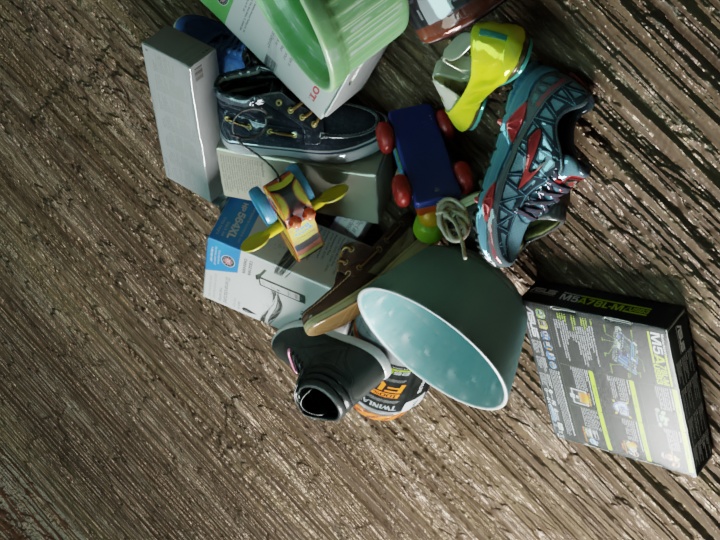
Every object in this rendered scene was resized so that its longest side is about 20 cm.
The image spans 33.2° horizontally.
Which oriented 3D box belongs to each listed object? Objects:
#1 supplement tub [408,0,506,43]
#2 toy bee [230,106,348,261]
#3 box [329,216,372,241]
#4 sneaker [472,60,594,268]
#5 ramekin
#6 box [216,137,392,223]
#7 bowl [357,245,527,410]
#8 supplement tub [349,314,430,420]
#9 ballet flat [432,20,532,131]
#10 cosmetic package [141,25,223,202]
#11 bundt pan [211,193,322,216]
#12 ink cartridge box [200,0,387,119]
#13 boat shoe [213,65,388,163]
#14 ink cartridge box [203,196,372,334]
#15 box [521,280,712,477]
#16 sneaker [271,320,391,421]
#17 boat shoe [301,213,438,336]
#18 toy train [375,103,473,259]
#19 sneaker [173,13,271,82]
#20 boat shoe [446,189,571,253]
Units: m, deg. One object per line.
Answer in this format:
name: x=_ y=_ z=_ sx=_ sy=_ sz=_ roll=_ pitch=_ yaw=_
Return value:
supplement tub: x=0.054 y=-0.319 z=1.105 sx=0.106 sy=0.107 sz=0.202 roll=-13 pitch=114 yaw=53
toy bee: x=-0.083 y=-0.065 z=1.323 sx=0.199 sy=0.131 sz=0.109 roll=36 pitch=-166 yaw=-49
box: x=-0.019 y=-0.044 z=1.523 sx=0.041 sy=0.039 sz=0.200 roll=42 pitch=146 yaw=5
sneaker: x=0.170 y=-0.093 z=1.162 sx=0.094 sy=0.079 sz=0.203 roll=19 pitch=106 yaw=24
ramekin: x=-0.039 y=-0.275 z=1.105 sx=0.201 sy=0.097 sz=0.200 roll=56 pitch=172 yaw=12
box: x=-0.064 y=-0.121 z=1.408 sx=0.197 sy=0.069 sz=0.083 roll=12 pitch=140 yaw=12
bowl: x=0.106 y=0.050 z=1.330 sx=0.200 sy=0.105 sz=0.202 roll=35 pitch=159 yaw=15
supplement tub: x=0.043 y=0.098 z=1.517 sx=0.122 sy=0.122 sz=0.201 roll=38 pitch=146 yaw=16
ballet flat: x=0.106 y=-0.192 z=1.168 sx=0.066 sy=0.068 sz=0.200 roll=16 pitch=167 yaw=-8
cosmetic package: x=-0.204 y=-0.186 z=1.449 sx=0.082 sy=0.051 sz=0.202 roll=28 pitch=142 yaw=26
bundt pan: x=-0.141 y=-0.124 z=1.556 sx=0.200 sy=0.076 sz=0.204 roll=31 pitch=144 yaw=26
ink cartridge box: x=-0.062 y=-0.286 z=1.283 sx=0.200 sy=0.084 sz=0.146 roll=45 pitch=141 yaw=6
boat shoe: x=-0.066 y=-0.175 z=1.339 sx=0.196 sy=0.072 sz=0.092 roll=0 pitch=143 yaw=6
ink cartridge box: x=-0.090 y=0.004 z=1.515 sx=0.197 sy=0.085 sz=0.147 roll=23 pitch=147 yaw=5
box: x=0.280 y=0.117 z=1.330 sx=0.191 sy=0.047 sz=0.202 roll=9 pitch=129 yaw=42
sneaker: x=-0.063 y=0.122 z=1.464 sx=0.198 sy=0.099 sz=0.071 roll=10 pitch=133 yaw=45
boat shoe: x=0.000 y=0.000 z=1.402 sx=0.072 sy=0.199 sz=0.072 roll=49 pitch=157 yaw=10
toy train: x=0.076 y=-0.066 z=1.289 sx=0.116 sy=0.083 sz=0.202 roll=88 pitch=168 yaw=-59
sneaker: x=-0.132 y=-0.257 z=1.406 sx=0.199 sy=0.077 sz=0.112 roll=39 pitch=151 yaw=8
boat shoe: x=0.150 y=-0.048 z=1.279 sx=0.071 sy=0.067 sz=0.200 roll=21 pitch=152 yaw=-24
